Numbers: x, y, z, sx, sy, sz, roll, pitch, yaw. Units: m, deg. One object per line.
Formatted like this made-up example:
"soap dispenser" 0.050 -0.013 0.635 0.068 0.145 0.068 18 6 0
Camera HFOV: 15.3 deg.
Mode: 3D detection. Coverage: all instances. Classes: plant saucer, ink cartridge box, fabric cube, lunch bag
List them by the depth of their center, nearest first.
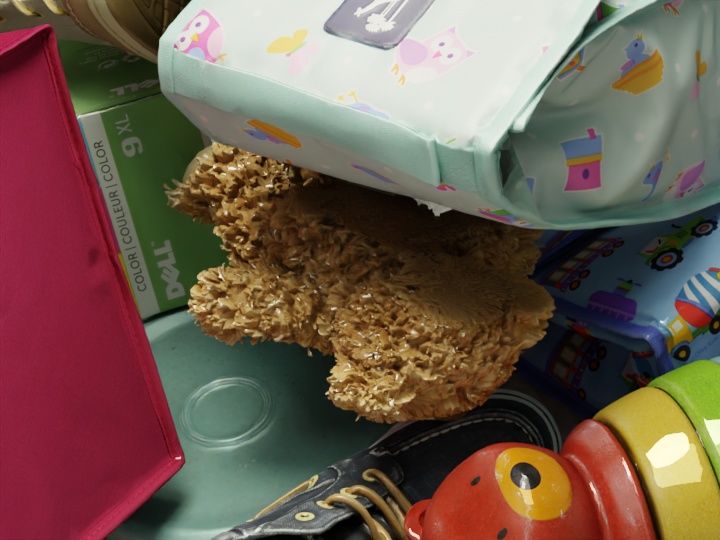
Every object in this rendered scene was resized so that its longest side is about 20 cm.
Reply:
"fabric cube" -0.221 0.034 1.039 0.199 0.201 0.196 -7 17 31
"lunch bag" 0.041 -0.082 1.039 0.170 0.123 0.200 21 24 33
"plant saucer" -0.054 0.070 1.146 0.199 0.036 0.200 -8 42 7
"lunch bag" 0.124 -0.009 1.162 0.150 0.094 0.200 -38 36 -20
"ink cartridge box" -0.095 -0.049 1.200 0.059 0.104 0.200 -15 27 -2

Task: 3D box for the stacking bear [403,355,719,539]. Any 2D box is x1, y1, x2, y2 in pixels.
"stacking bear" 0.119 0.089 1.006 0.199 0.114 0.122 -14 54 -12

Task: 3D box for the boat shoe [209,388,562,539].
"boat shoe" 0.001 0.108 1.037 0.200 0.091 0.071 -33 83 -13

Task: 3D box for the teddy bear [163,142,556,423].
"teddy bear" 0.000 0.000 1.088 0.145 0.067 0.200 -24 42 -40

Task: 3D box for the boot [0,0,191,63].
"boot" -0.135 -0.125 1.116 0.154 0.072 0.200 4 6 12
